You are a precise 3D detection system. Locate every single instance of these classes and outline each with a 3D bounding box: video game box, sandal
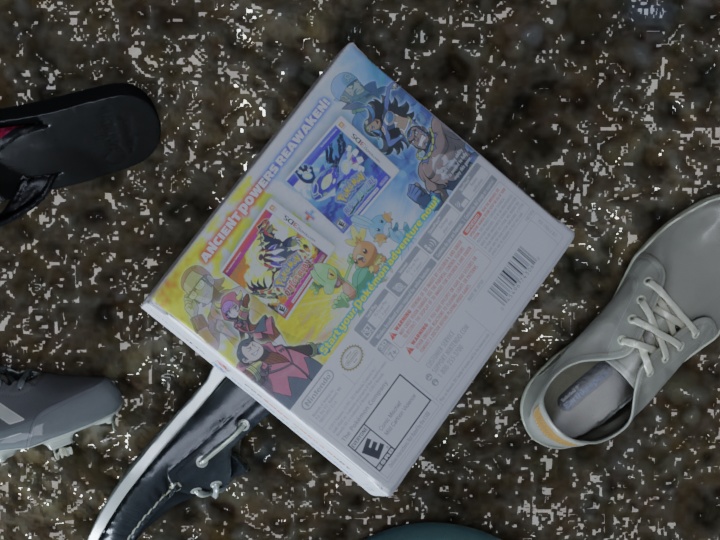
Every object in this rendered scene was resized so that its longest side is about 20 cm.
[{"bbox_3d":[0.000,0.000,1.064,0.182,0.047,0.200,40,74,-10],"label":"video game box"},{"bbox_3d":[-0.215,-0.058,1.057,0.198,0.045,0.075,-16,138,-1],"label":"sandal"}]

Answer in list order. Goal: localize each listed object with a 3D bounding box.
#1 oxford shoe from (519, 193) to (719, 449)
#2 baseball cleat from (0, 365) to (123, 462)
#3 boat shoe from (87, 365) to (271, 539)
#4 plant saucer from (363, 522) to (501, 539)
[{"bbox_3d":[0.178,0.036,1.103,0.075,0.058,0.200,44,93,-6],"label":"oxford shoe"},{"bbox_3d":[-0.248,0.069,1.085,0.198,0.070,0.107,-12,100,-1],"label":"baseball cleat"},{"bbox_3d":[-0.090,0.103,1.094,0.060,0.076,0.200,37,97,-2],"label":"boat shoe"},{"bbox_3d":[0.044,0.259,1.112,0.198,0.027,0.202,-1,87,15],"label":"plant saucer"}]
